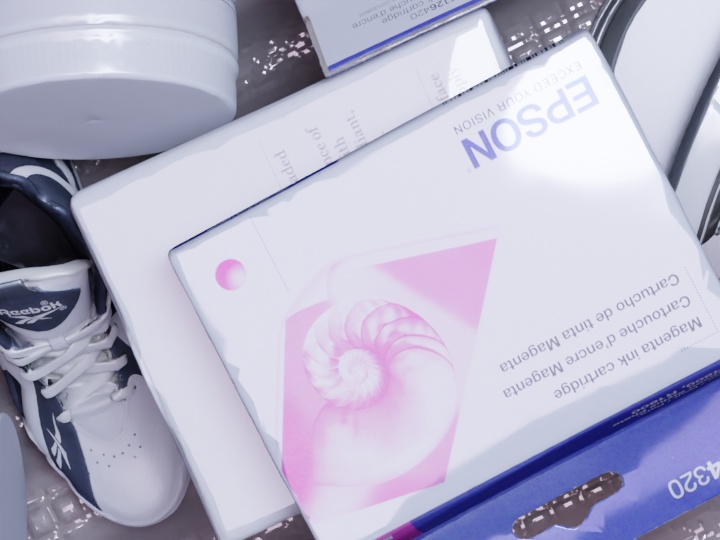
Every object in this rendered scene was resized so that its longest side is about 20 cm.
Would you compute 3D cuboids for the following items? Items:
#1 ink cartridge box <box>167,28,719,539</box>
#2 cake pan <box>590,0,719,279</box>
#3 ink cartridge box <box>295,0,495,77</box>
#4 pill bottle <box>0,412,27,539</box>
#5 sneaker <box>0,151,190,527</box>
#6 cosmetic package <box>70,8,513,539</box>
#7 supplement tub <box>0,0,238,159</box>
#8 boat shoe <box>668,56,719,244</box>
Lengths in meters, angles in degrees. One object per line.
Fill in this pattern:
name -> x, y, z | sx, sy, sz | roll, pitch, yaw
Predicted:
ink cartridge box -> 0.052, 0.034, 1.067 | 0.196, 0.043, 0.200 | -28, 92, 4
cake pan -> 0.200, -0.074, 1.219 | 0.199, 0.037, 0.201 | 0, 94, 3
ink cartridge box -> 0.055, -0.171, 1.154 | 0.197, 0.200, 0.047 | -24, 135, 4
pill bottle -> -0.261, 0.113, 1.218 | 0.199, 0.111, 0.112 | -4, 93, 4
sneaker -> -0.139, 0.031, 1.197 | 0.079, 0.130, 0.200 | -16, 92, 5
cosmetic package -> 0.000, 0.000, 1.170 | 0.199, 0.165, 0.165 | -24, 91, 4
supplement tub -> -0.123, -0.162, 1.162 | 0.131, 0.132, 0.201 | -4, 77, 3
boat shoe -> 0.195, -0.092, 1.164 | 0.064, 0.071, 0.201 | 26, 93, 2
